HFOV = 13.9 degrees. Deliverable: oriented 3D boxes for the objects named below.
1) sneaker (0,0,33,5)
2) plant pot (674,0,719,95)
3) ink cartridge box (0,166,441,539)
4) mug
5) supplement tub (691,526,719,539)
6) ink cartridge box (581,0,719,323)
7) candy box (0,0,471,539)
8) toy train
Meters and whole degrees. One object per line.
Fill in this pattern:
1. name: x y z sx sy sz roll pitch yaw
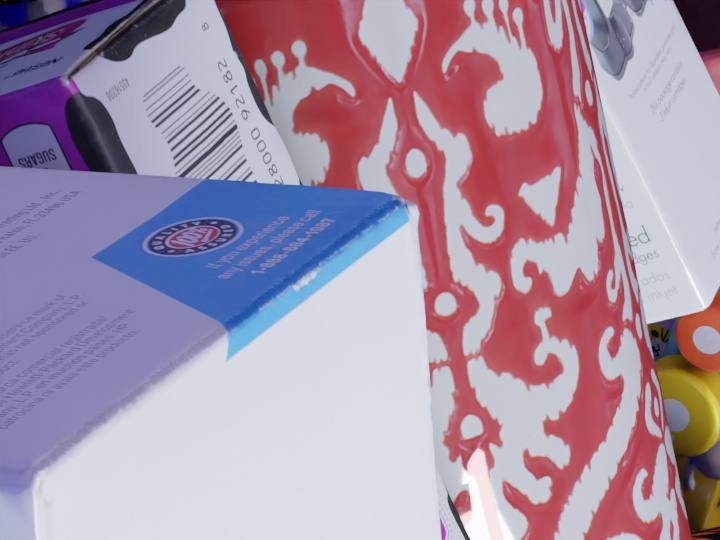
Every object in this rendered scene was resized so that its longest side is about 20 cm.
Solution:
1. sneaker: -0.104 -0.105 0.699 0.200 0.074 0.085 -20 89 -66
2. plant pot: 0.136 -0.120 0.966 0.177 0.200 0.201 39 46 -59
3. ink cartridge box: -0.101 0.058 0.529 0.129 0.200 0.126 -37 126 -55
4. mug: -0.007 0.005 0.719 0.133 0.177 0.200 -27 118 -33
5. supplement tub: 0.102 0.137 0.856 0.200 0.122 0.123 -2 79 -58
6. ink cartridge box: 0.015 -0.075 0.815 0.200 0.115 0.068 61 34 -20
7. candy box: -0.057 0.051 0.636 0.200 0.136 0.061 64 36 -16
8. toy train: 0.124 0.014 0.959 0.150 0.056 0.200 -60 159 -15
